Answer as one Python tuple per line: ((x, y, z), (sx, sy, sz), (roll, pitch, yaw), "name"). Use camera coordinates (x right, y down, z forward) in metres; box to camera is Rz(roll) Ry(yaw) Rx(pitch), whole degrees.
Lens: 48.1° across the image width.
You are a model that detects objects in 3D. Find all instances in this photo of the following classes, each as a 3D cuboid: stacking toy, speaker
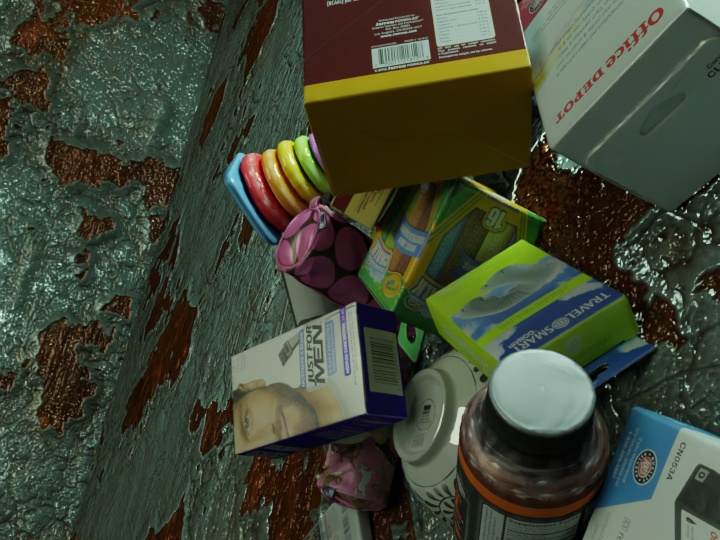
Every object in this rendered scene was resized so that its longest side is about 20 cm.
((-0.060, -0.130, 0.994), (0.198, 0.110, 0.116), (-30, 21, 13), "stacking toy")
((-0.051, 0.049, 1.055), (0.081, 0.080, 0.204), (15, 121, 66), "speaker")

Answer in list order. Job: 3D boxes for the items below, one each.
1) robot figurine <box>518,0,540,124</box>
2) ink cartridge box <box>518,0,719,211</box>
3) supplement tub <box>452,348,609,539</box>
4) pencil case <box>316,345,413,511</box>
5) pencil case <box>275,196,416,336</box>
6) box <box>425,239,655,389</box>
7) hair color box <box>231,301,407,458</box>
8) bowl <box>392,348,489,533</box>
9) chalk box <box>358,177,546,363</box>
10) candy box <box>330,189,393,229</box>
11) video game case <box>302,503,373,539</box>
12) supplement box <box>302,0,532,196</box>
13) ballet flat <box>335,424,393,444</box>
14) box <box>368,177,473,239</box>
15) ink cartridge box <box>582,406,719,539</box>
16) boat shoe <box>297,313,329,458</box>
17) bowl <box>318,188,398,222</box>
((0.134, -0.228, 0.928), (0.200, 0.124, 0.151), (-48, 32, 7), "robot figurine")
((0.236, -0.183, 0.669), (0.145, 0.143, 0.202), (-47, 31, 40), "ink cartridge box")
((0.122, 0.149, 0.589), (0.108, 0.105, 0.202), (-96, 2, -47), "supplement tub")
((0.007, 0.173, 0.943), (0.083, 0.085, 0.203), (-35, 38, 62), "pencil case")
((0.000, 0.000, 0.963), (0.090, 0.199, 0.095), (-13, 52, 48), "pencil case")
((0.150, 0.045, 0.720), (0.121, 0.048, 0.200), (-31, 24, -8), "box")
((-0.049, 0.117, 0.824), (0.198, 0.064, 0.111), (-27, 60, 40), "hair color box")
((0.091, 0.150, 0.772), (0.201, 0.093, 0.203), (-48, 30, 40), "bowl")
((0.083, -0.002, 0.874), (0.202, 0.122, 0.124), (-64, 25, 10), "chalk box")
((0.021, -0.112, 0.932), (0.118, 0.056, 0.200), (-61, -2, 4), "candy box")
((-0.034, 0.381, 0.940), (0.183, 0.023, 0.201), (-55, 28, 28), "video game case")
((0.050, -0.203, 0.767), (0.133, 0.193, 0.203), (71, -167, -58), "supplement box")
((-0.037, 0.153, 0.878), (0.198, 0.069, 0.064), (-7, 45, 47), "ballet flat")
((0.061, -0.047, 1.020), (0.201, 0.074, 0.051), (-55, 25, 31), "box")
((0.226, 0.186, 0.466), (0.147, 0.083, 0.200), (-68, 24, 0), "ink cartridge box")
((-0.041, 0.154, 1.008), (0.056, 0.067, 0.204), (-1, 98, 22), "boat shoe")
((0.011, -0.132, 1.110), (0.094, 0.199, 0.202), (45, 118, 21), "bowl")
